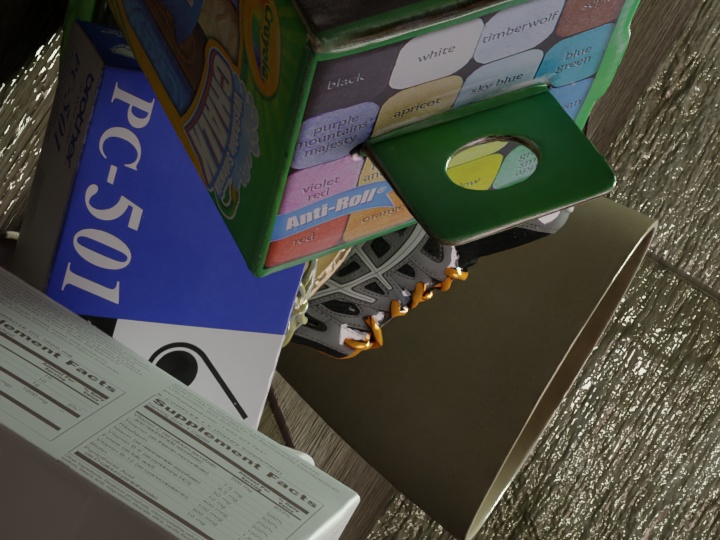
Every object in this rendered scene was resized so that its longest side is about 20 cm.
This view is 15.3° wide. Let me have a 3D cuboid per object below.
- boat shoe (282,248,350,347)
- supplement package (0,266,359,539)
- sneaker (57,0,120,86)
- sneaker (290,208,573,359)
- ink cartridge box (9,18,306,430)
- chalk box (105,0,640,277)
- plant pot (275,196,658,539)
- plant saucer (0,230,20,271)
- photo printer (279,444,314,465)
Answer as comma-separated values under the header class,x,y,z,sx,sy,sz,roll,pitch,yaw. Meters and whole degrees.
class,x,y,z,sx,sy,sz,roll,pitch,yaw
boat shoe,-0.061,0.026,1.067,0.200,0.063,0.074,-35,144,-40
supplement package,-0.123,0.126,0.868,0.201,0.155,0.111,-61,170,18
sneaker,-0.038,-0.122,0.953,0.200,0.084,0.077,-54,170,-12
sneaker,0.000,0.000,1.185,0.199,0.078,0.078,-14,177,9
ink cartridge box,-0.076,0.017,0.938,0.044,0.093,0.201,-127,-132,-56
chalk box,0.005,-0.089,0.830,0.124,0.201,0.124,-18,155,-22
plant pot,0.017,0.006,1.342,0.188,0.199,0.187,-58,172,-13
plant saucer,-0.184,0.065,0.942,0.201,0.034,0.200,-57,173,-12
photo printer,-0.103,0.138,1.032,0.200,0.165,0.070,-75,158,-53
